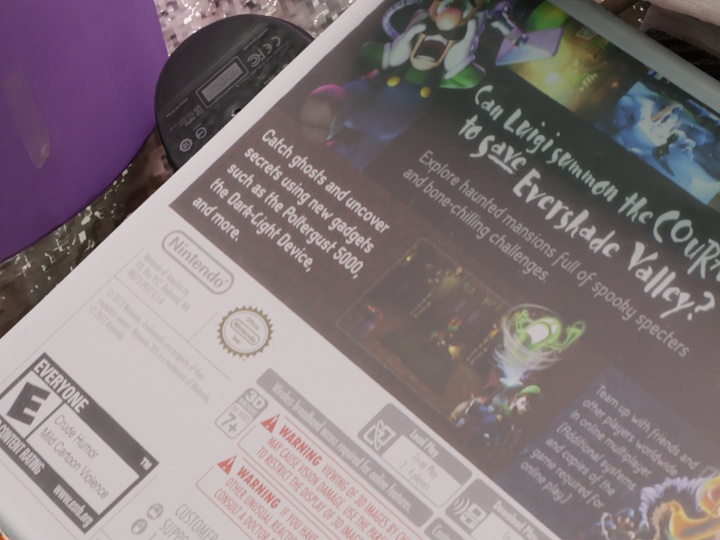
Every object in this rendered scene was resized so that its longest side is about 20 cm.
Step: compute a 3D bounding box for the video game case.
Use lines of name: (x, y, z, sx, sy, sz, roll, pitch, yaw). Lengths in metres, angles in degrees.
video game case: (0.019, 0.026, 0.648, 0.182, 0.023, 0.200, -44, 47, -7)

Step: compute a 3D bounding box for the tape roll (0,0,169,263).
tape roll: (-0.162, -0.074, 0.881, 0.200, 0.085, 0.200, -9, 36, 6)

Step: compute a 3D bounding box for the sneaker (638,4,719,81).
sneaker: (0.137, -0.020, 0.693, 0.200, 0.081, 0.075, 27, 95, 51)

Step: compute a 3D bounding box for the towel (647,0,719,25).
towel: (0.121, -0.085, 0.683, 0.191, 0.200, 0.032, 23, 118, 45)

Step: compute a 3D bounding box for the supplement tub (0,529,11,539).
supplement tub: (-0.133, 0.125, 0.756, 0.200, 0.123, 0.123, -38, 46, 9)

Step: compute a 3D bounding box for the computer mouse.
computer mouse: (0.000, 0.000, 0.812, 0.059, 0.034, 0.200, -38, 52, 7)
